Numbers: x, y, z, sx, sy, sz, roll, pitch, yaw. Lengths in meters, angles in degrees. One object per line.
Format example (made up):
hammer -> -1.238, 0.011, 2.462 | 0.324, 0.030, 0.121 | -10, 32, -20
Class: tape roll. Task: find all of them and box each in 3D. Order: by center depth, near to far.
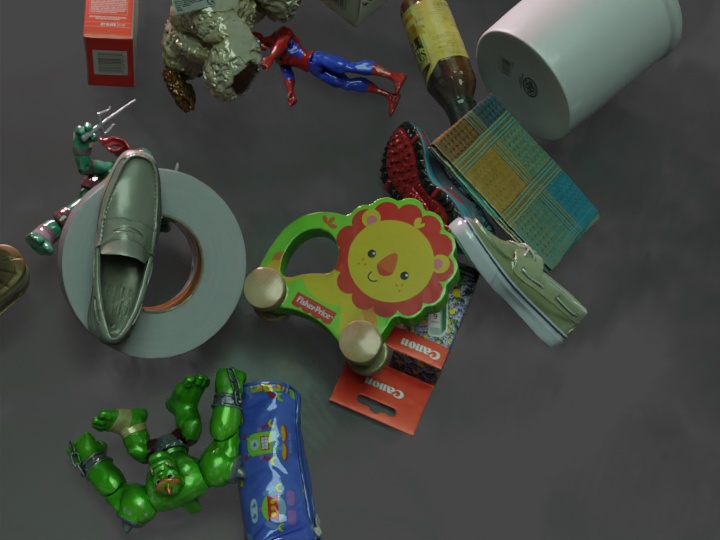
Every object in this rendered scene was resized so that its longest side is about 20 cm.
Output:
tape roll -> -0.225, -0.009, 1.590 | 0.198, 0.066, 0.203 | -1, 94, -16

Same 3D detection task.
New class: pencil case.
pencil case -> -0.088, 0.214, 1.538 | 0.086, 0.078, 0.202 | -17, 63, 16

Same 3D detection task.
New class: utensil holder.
utensil holder -> 0.264, -0.277, 1.787 | 0.200, 0.170, 0.170 | -40, 74, -21

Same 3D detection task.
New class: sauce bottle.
sauce bottle -> 0.104, -0.250, 1.808 | 0.065, 0.066, 0.202 | -11, 63, -13

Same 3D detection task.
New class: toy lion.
toy lion -> 0.000, 0.000, 1.601 | 0.199, 0.069, 0.193 | 27, 78, 17

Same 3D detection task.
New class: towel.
towel -> 0.182, -0.102, 1.723 | 0.200, 0.022, 0.147 | 47, 47, 2

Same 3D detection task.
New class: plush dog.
plush dog -> -0.182, -0.287, 1.733 | 0.160, 0.172, 0.201 | 33, 58, -11

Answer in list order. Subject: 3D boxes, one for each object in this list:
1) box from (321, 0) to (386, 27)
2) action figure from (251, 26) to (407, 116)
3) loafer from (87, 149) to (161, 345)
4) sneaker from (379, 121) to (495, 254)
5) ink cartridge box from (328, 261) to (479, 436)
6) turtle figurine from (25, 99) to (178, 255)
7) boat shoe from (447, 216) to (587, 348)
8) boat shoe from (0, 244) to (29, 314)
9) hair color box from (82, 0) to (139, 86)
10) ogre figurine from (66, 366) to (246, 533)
box -> 0.033, -0.406, 1.877 | 0.082, 0.069, 0.200 | 38, 65, 13
action figure -> -0.054, -0.230, 1.777 | 0.198, 0.066, 0.099 | 24, 54, 5
loafer -> -0.239, -0.023, 1.515 | 0.069, 0.070, 0.202 | 6, 91, -17
sneaker -> 0.092, -0.089, 1.733 | 0.095, 0.079, 0.201 | 12, 41, -41
ink cartridge box -> 0.050, 0.071, 1.645 | 0.108, 0.050, 0.201 | 22, 62, 4
turtle figurine -> -0.278, -0.081, 1.653 | 0.149, 0.101, 0.201 | 37, 73, -5
boat shoe -> 0.175, 0.002, 1.640 | 0.062, 0.072, 0.200 | -41, 117, 7
boat shoe -> -0.441, 0.051, 1.585 | 0.199, 0.066, 0.074 | -30, 70, -6
hair color box -> -0.298, -0.334, 1.780 | 0.060, 0.102, 0.202 | 2, 62, -6
ogre figurine -> -0.197, 0.188, 1.527 | 0.198, 0.098, 0.121 | -18, 67, -14
